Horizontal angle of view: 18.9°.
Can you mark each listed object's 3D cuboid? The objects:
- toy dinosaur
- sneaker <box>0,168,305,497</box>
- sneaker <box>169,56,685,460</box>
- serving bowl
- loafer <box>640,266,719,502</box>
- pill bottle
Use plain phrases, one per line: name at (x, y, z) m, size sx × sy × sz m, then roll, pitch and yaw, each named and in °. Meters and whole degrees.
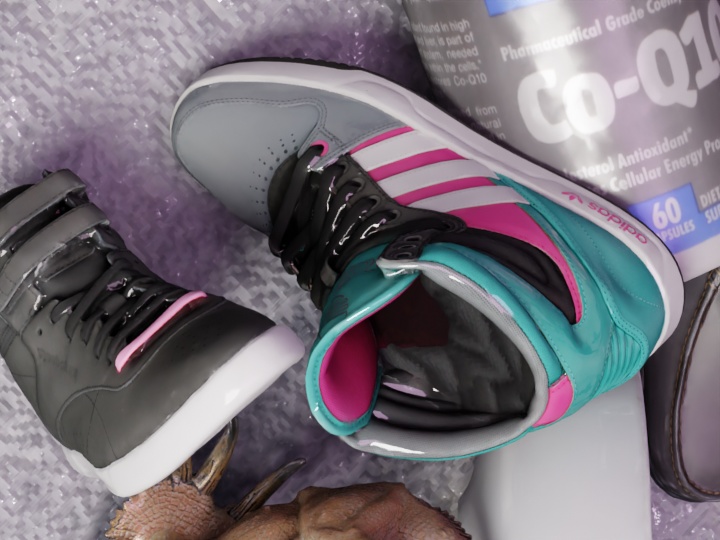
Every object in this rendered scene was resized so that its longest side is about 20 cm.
toy dinosaur at (-0.023, 0.103, 0.741) m, size 0.199 × 0.136 × 0.086 m, roll -4°, pitch 110°, yaw 18°
sneaker at (-0.087, 0.015, 0.714) m, size 0.071 × 0.200 × 0.099 m, roll -38°, pitch 99°, yaw -19°
sneaker at (0.000, 0.000, 0.737) m, size 0.200 × 0.121 × 0.084 m, roll 24°, pitch 124°, yaw 17°
serving bowl at (0.068, 0.128, 0.797) m, size 0.066 × 0.200 × 0.201 m, roll 0°, pitch 99°, yaw 3°
loafer at (0.163, 0.001, 0.866) m, size 0.073 × 0.072 × 0.201 m, roll 11°, pitch 95°, yaw -23°
pill bottle at (0.075, -0.097, 0.795) m, size 0.114 × 0.114 × 0.200 m, roll -24°, pitch 106°, yaw -16°
